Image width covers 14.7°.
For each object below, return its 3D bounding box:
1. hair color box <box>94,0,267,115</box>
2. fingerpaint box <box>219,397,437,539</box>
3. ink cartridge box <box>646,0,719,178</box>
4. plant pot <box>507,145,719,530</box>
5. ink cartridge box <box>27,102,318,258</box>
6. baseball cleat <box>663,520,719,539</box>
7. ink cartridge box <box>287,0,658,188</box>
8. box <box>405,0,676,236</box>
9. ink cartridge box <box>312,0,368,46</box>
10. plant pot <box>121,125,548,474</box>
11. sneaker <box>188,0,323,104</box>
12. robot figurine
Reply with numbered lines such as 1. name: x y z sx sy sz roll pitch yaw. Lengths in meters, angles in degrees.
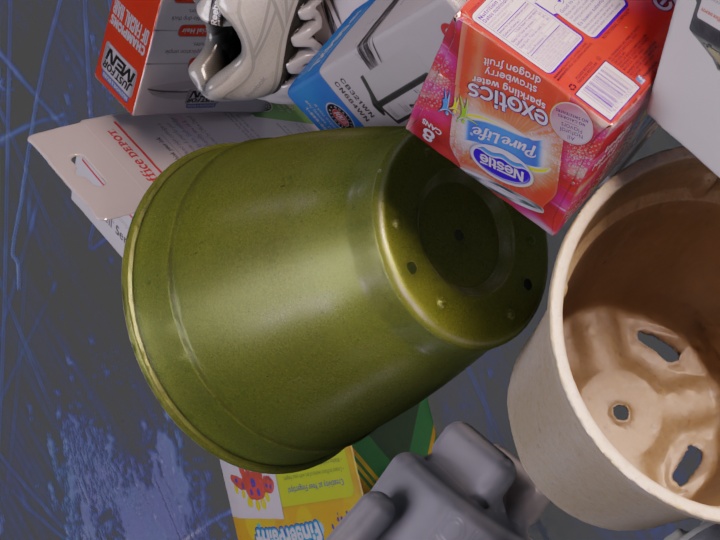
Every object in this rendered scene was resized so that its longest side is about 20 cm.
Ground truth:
1. hair color box: -0.098 -0.205 1.873 0.064 0.110 0.201 44 127 43
2. fingerpaint box: -0.022 0.128 1.937 0.200 0.073 0.168 -17 85 60
3. ink cartridge box: 0.235 -0.147 1.332 0.083 0.145 0.201 46 138 38
4. plant pot: 0.167 0.058 1.505 0.184 0.199 0.202 131 121 -67
5. ink cartridge box: -0.118 -0.056 1.901 0.117 0.199 0.068 46 138 41
6. baseball cleat: 0.188 0.226 1.619 0.107 0.069 0.200 66 148 31
7. ink cartridge box: 0.069 -0.105 1.629 0.146 0.084 0.200 46 152 -10
8. box: 0.124 -0.126 1.446 0.099 0.200 0.096 36 141 9
9. ink cartridge box: -0.004 -0.179 1.793 0.117 0.067 0.200 63 147 23
10. plant pot: 0.000 0.000 1.599 0.192 0.200 0.202 -20 84 47
11. sneaker: -0.060 -0.191 1.739 0.075 0.081 0.201 43 133 47
12. robot figurine: 0.035 0.196 1.776 0.201 0.169 0.113 -55 40 3
